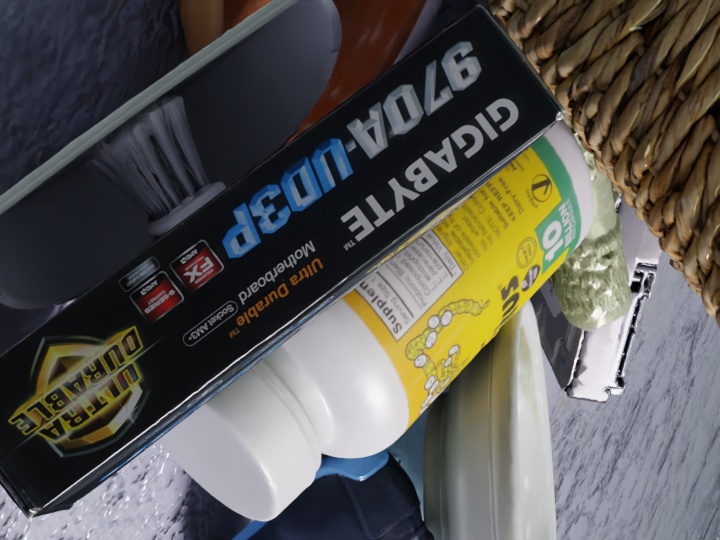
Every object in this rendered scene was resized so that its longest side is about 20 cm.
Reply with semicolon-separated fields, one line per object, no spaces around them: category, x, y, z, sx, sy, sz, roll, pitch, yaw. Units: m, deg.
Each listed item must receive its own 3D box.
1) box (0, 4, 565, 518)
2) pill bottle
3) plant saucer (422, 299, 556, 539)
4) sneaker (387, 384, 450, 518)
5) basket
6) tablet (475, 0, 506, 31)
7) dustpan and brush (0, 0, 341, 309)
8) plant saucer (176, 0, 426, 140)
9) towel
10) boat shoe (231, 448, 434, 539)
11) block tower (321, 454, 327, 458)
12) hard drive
box;-0.037;0.004;0.551;0.200;0.046;0.159;-37;179;-10
pill bottle;0.000;0.007;0.701;0.200;0.113;0.113;-44;151;-26
plant saucer;0.061;0.111;0.782;0.200;0.050;0.201;-3;90;-80
sneaker;0.019;0.102;0.858;0.082;0.074;0.201;-33;108;-35
basket;0.159;-0.061;0.604;0.142;0.149;0.200;-37;161;8
tablet;0.072;-0.100;0.845;0.200;0.014;0.131;75;6;-57
dustpan and brush;-0.069;-0.025;0.588;0.139;0.057;0.200;-37;-175;-11
plant saucer;-0.015;-0.147;0.647;0.200;0.037;0.201;-50;152;-39
towel;0.101;-0.070;0.838;0.200;0.036;0.149;-92;171;-66
boat shoe;-0.027;0.145;0.781;0.084;0.069;0.200;-34;171;-26
block tower;0.000;0.000;0.804;0.200;0.058;0.054;-56;156;-24
hard drive;0.131;-0.027;0.977;0.200;0.038;0.140;-105;-156;-65
